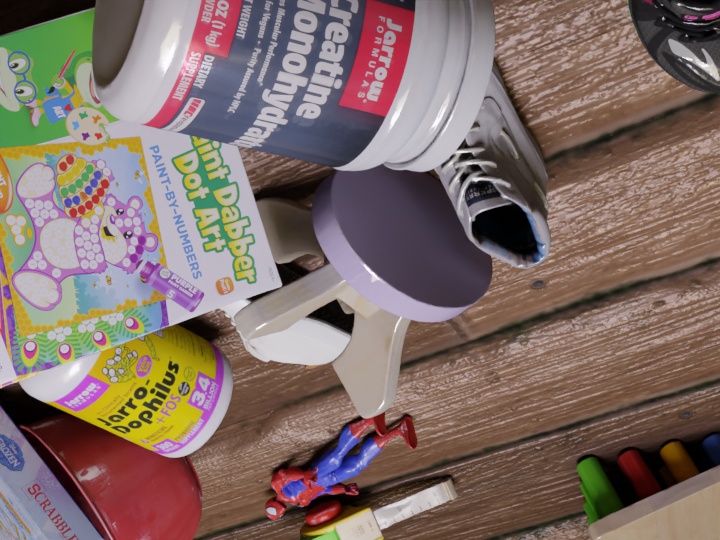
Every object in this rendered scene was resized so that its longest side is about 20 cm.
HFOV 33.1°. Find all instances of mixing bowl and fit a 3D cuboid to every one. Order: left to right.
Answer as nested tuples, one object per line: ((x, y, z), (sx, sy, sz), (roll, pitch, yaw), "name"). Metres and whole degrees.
((-0.214, 0.199, 1.099), (0.108, 0.200, 0.201), (-32, 150, -27), "mixing bowl")

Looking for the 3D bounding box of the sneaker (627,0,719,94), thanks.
((0.201, -0.171, 0.743), (0.076, 0.084, 0.200), (-19, 139, 18), "sneaker")

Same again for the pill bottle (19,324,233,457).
((-0.206, 0.072, 0.982), (0.104, 0.105, 0.200), (-32, 135, 29), "pill bottle")

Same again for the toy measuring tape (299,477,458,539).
((0.005, 0.266, 1.295), (0.199, 0.074, 0.074), (-24, 141, -6), "toy measuring tape")

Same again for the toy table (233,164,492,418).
((0.000, 0.000, 0.873), (0.117, 0.184, 0.200), (-37, 155, 28), "toy table")

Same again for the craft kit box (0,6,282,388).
((-0.171, -0.052, 0.741), (0.197, 0.048, 0.201), (-21, 101, -17), "craft kit box")

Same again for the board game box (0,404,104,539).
((-0.299, 0.231, 1.109), (0.041, 0.200, 0.200), (-31, 152, -28), "board game box")

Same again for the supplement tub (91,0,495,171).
((-0.039, -0.135, 0.685), (0.199, 0.141, 0.140), (10, 139, -26), "supplement tub")

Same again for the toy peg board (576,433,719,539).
((0.327, 0.249, 1.295), (0.199, 0.098, 0.200), (-24, 141, -2), "toy peg board")

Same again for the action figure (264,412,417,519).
((-0.031, 0.202, 1.213), (0.065, 0.052, 0.200), (22, 136, -35), "action figure")

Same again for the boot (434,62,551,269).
((0.080, -0.082, 0.830), (0.073, 0.096, 0.200), (-26, 137, 23), "boot")

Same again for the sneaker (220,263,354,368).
((-0.086, 0.035, 0.974), (0.085, 0.073, 0.200), (-34, 135, 28), "sneaker")
